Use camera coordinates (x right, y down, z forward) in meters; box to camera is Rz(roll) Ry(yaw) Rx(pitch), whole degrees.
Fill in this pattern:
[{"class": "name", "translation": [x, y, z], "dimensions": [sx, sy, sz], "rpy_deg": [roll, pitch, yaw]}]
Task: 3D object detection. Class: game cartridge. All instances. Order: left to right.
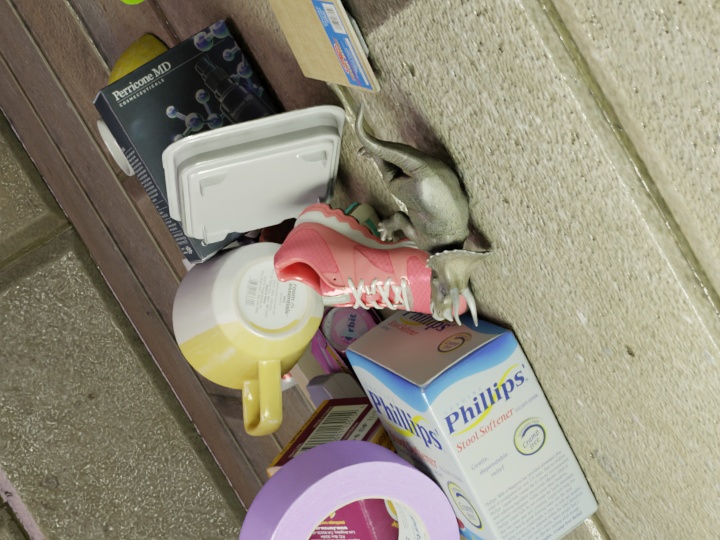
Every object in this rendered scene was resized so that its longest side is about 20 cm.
[{"class": "game cartridge", "translation": [0.016, 0.196, 1.686], "dimensions": [0.201, 0.041, 0.133], "rpy_deg": [57, 163, -3]}]

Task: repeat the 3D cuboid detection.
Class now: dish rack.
[{"class": "dish rack", "translation": [-0.095, -0.082, 1.477], "dimensions": [0.200, 0.170, 0.044], "rpy_deg": [103, 151, -71]}]

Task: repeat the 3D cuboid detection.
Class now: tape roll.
[{"class": "tape roll", "translation": [-0.010, 0.261, 1.440], "dimensions": [0.201, 0.199, 0.066], "rpy_deg": [64, 164, -22]}]

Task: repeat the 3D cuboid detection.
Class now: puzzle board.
[{"class": "puzzle board", "translation": [-0.053, -0.246, 1.320], "dimensions": [0.150, 0.017, 0.201], "rpy_deg": [25, 145, 62]}]

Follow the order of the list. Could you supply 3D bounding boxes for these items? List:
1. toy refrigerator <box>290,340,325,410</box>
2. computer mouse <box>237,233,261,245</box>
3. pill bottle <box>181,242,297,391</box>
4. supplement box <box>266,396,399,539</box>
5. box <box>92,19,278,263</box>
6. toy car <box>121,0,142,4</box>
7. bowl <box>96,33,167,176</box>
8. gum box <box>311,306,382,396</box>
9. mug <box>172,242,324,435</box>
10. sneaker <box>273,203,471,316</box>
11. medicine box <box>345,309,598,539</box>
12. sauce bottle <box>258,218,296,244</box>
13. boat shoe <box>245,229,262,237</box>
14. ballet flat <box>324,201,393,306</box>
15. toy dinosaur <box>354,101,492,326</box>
[{"class": "toy refrigerator", "translation": [0.000, 0.171, 1.872], "dimensions": [0.201, 0.076, 0.070], "rpy_deg": [54, 165, 10]}, {"class": "computer mouse", "translation": [-0.153, -0.039, 1.838], "dimensions": [0.199, 0.034, 0.059], "rpy_deg": [28, -168, -4]}, {"class": "pill bottle", "translation": [-0.132, 0.047, 1.972], "dimensions": [0.201, 0.113, 0.114], "rpy_deg": [61, 165, -10]}, {"class": "supplement box", "translation": [0.006, 0.243, 1.565], "dimensions": [0.102, 0.131, 0.201], "rpy_deg": [-6, 116, 31]}, {"class": "box", "translation": [-0.159, -0.130, 1.623], "dimensions": [0.201, 0.148, 0.107], "rpy_deg": [59, 168, -6]}, {"class": "toy car", "translation": [-0.211, -0.367, 1.358], "dimensions": [0.164, 0.158, 0.201], "rpy_deg": [39, 148, 18]}, {"class": "bowl", "translation": [-0.258, -0.176, 1.936], "dimensions": [0.200, 0.107, 0.201], "rpy_deg": [51, 164, 21]}, {"class": "gum box", "translation": [0.028, 0.132, 1.717], "dimensions": [0.201, 0.066, 0.114], "rpy_deg": [53, 166, 15]}, {"class": "mug", "translation": [-0.094, 0.053, 1.597], "dimensions": [0.187, 0.149, 0.153], "rpy_deg": [55, 161, -1]}, {"class": "sneaker", "translation": [0.007, 0.011, 1.422], "dimensions": [0.199, 0.087, 0.074], "rpy_deg": [20, 140, 30]}, {"class": "medicine box", "translation": [0.099, 0.144, 1.448], "dimensions": [0.201, 0.103, 0.182], "rpy_deg": [62, 165, -19]}, {"class": "sauce bottle", "translation": [-0.091, 0.031, 1.805], "dimensions": [0.066, 0.066, 0.201], "rpy_deg": [47, 146, 34]}, {"class": "boat shoe", "translation": [-0.186, -0.117, 1.825], "dimensions": [0.199, 0.069, 0.072], "rpy_deg": [36, -168, 18]}, {"class": "ballet flat", "translation": [0.000, 0.000, 1.565], "dimensions": [0.070, 0.069, 0.200], "rpy_deg": [54, 164, 14]}, {"class": "toy dinosaur", "translation": [0.055, -0.060, 1.277], "dimensions": [0.102, 0.077, 0.201], "rpy_deg": [24, 140, 44]}]
